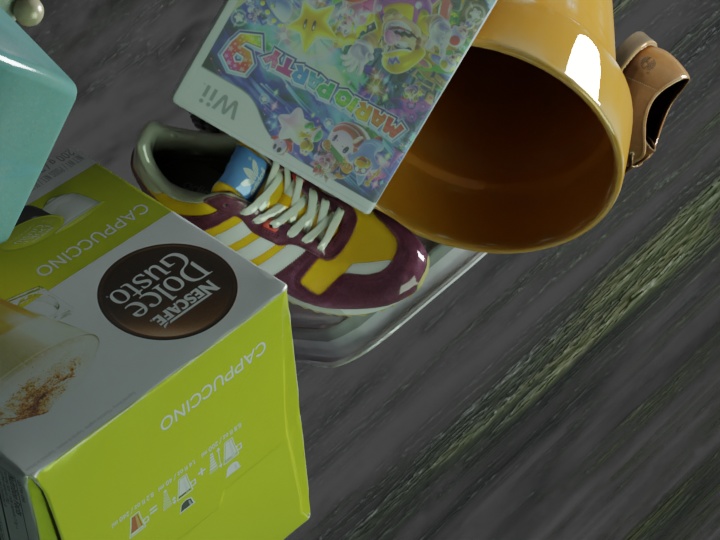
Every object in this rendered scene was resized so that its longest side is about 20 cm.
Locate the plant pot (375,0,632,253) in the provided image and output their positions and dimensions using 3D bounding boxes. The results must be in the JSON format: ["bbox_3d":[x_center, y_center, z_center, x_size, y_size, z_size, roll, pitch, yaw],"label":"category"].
[{"bbox_3d":[0.092,-0.145,1.514,0.201,0.199,0.184,94,10,-51],"label":"plant pot"}]

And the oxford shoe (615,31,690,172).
[{"bbox_3d":[0.211,-0.103,1.936,0.201,0.071,0.071,-58,157,16],"label":"oxford shoe"}]

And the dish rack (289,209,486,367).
[{"bbox_3d":[0.000,0.000,1.618,0.171,0.044,0.200,-40,-164,-20],"label":"dish rack"}]

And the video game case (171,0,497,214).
[{"bbox_3d":[-0.005,-0.154,1.364,0.201,0.143,0.018,-59,-169,9],"label":"video game case"}]

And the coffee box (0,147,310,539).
[{"bbox_3d":[-0.169,0.087,1.332,0.199,0.197,0.201,-36,142,-31],"label":"coffee box"}]

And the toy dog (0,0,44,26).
[{"bbox_3d":[-0.224,-0.069,1.182,0.132,0.096,0.201,-13,135,-55],"label":"toy dog"}]

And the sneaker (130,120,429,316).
[{"bbox_3d":[-0.053,-0.034,1.408,0.090,0.199,0.075,81,28,-62],"label":"sneaker"}]

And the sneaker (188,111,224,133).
[{"bbox_3d":[-0.058,-0.102,1.481,0.085,0.077,0.200,-56,165,-20],"label":"sneaker"}]

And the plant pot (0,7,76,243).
[{"bbox_3d":[-0.243,-0.082,1.027,0.199,0.141,0.142,7,118,-48],"label":"plant pot"}]
